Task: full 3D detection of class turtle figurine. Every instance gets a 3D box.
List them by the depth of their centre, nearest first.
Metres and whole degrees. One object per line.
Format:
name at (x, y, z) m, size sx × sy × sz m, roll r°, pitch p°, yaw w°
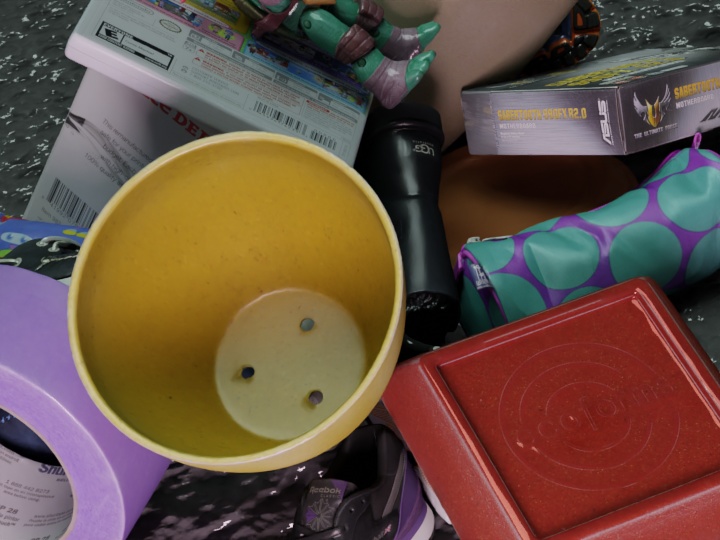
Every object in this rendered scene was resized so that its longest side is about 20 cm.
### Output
turtle figurine at (-0.038, -0.198, 1.487) m, size 0.101 × 0.200 × 0.150 m, roll -39°, pitch 18°, yaw 40°

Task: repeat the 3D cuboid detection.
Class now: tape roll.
tape roll at (-0.221, 0.100, 1.385) m, size 0.199 × 0.201 × 0.085 m, roll 0°, pitch 36°, yaw 23°

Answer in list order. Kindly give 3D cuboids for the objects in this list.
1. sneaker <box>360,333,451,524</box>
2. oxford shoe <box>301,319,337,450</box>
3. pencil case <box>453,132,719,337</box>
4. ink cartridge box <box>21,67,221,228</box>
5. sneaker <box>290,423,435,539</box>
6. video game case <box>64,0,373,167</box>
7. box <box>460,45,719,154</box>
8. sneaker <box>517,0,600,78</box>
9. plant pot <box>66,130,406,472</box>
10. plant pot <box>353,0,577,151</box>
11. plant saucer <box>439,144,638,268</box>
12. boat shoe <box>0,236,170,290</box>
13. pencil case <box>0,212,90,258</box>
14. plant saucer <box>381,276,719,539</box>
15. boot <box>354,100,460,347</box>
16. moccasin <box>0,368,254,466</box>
sneaker at (0.055, 0.098, 1.380) m, size 0.074 × 0.080 × 0.200 m, roll -31°, pitch 38°, yaw -26°
oxford shoe at (-0.040, 0.020, 1.459) m, size 0.057 × 0.201 × 0.075 m, roll 7°, pitch -17°, yaw -19°
pencil case at (0.161, -0.012, 1.486) m, size 0.199 × 0.085 × 0.093 m, roll -23°, pitch 75°, yaw -12°
ink cartridge box at (-0.135, -0.063, 1.540) m, size 0.144 × 0.201 × 0.084 m, roll 39°, pitch 34°, yaw 14°
sneaker at (-0.025, 0.170, 1.297) m, size 0.075 × 0.088 × 0.200 m, roll 2°, pitch 37°, yaw 25°
video game case at (-0.085, -0.145, 1.487) m, size 0.199 × 0.022 × 0.182 m, roll 26°, pitch 31°, yaw -7°
box at (0.197, -0.124, 1.584) m, size 0.199 × 0.049 × 0.158 m, roll -16°, pitch 12°, yaw -37°
sneaker at (0.097, -0.157, 1.759) m, size 0.199 × 0.076 × 0.078 m, roll -22°, pitch 3°, yaw 3°
plant pot at (-0.059, 0.037, 1.325) m, size 0.199 × 0.142 × 0.201 m, roll -4°, pitch 69°, yaw 11°
plant pot at (0.035, -0.167, 1.647) m, size 0.187 × 0.201 × 0.187 m, roll 27°, pitch 17°, yaw -9°
plant saucer at (0.104, -0.042, 1.604) m, size 0.199 × 0.038 × 0.201 m, roll -11°, pitch 33°, yaw 7°
boat shoe at (-0.208, 0.008, 1.419) m, size 0.199 × 0.076 × 0.061 m, roll -16°, pitch 64°, yaw 26°
pencil case at (-0.185, 0.013, 1.494) m, size 0.199 × 0.078 × 0.087 m, roll 9°, pitch 67°, yaw 29°
plant saucer at (0.135, 0.092, 1.319) m, size 0.199 × 0.037 × 0.200 m, roll -19°, pitch 51°, yaw -15°
boot at (0.000, 0.000, 1.533) m, size 0.076 × 0.200 × 0.169 m, roll 14°, pitch 57°, yaw -26°
moccasin at (-0.158, 0.097, 1.473) m, size 0.199 × 0.081 × 0.068 m, roll -15°, pitch 36°, yaw 3°
